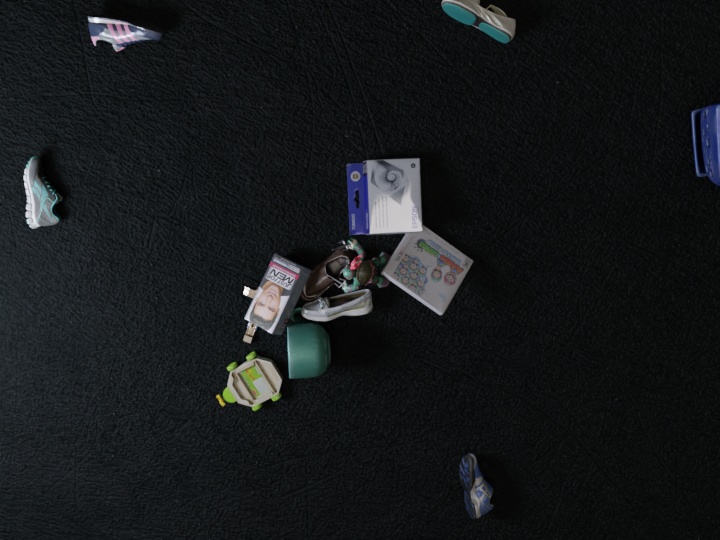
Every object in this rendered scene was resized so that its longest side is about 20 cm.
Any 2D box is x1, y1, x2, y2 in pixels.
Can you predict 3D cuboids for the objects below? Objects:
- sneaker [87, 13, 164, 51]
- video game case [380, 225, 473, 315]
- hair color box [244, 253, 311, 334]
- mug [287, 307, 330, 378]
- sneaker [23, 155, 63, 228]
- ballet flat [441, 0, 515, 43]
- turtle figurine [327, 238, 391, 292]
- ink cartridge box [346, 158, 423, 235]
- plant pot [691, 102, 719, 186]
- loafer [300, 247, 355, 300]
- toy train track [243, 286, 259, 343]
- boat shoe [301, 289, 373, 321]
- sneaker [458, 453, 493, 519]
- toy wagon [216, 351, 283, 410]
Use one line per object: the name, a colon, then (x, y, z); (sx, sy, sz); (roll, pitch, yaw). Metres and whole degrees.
sneaker: (-0.604, -0.609, 1.585); (0.199, 0.070, 0.082); (12, 120, 3)
video game case: (0.182, -0.009, 1.644); (0.200, 0.024, 0.182); (35, 71, -5)
hair color box: (-0.226, 0.066, 1.676); (0.099, 0.061, 0.201); (25, 90, 20)
mug: (-0.144, 0.205, 1.694); (0.114, 0.152, 0.186); (-2, 100, -8)
sneaker: (-0.875, -0.216, 1.693); (0.091, 0.078, 0.201); (0, 107, -13)
ballet flat: (0.298, -0.639, 1.520); (0.199, 0.069, 0.070); (25, 104, -7)
turtle figurine: (0.000, 0.000, 1.618); (0.101, 0.200, 0.150); (34, 113, 39)
ink cartridge box: (0.064, -0.196, 1.625); (0.199, 0.041, 0.200); (-3, 91, 4)
plant pot: (0.931, -0.326, 1.488); (0.199, 0.180, 0.201); (-11, 101, 6)
loafer: (-0.099, 0.009, 1.686); (0.073, 0.071, 0.200); (43, 102, -6)
toy train track: (-0.296, 0.119, 1.745); (0.114, 0.033, 0.201); (21, 105, -1)
boat shoe: (-0.066, 0.092, 1.697); (0.201, 0.075, 0.065); (-5, 120, 1)
sneaker: (0.346, 0.634, 1.814); (0.077, 0.076, 0.201); (-12, 103, -16)
toy wagon: (-0.330, 0.335, 1.795); (0.200, 0.040, 0.155); (-28, 100, 10)
